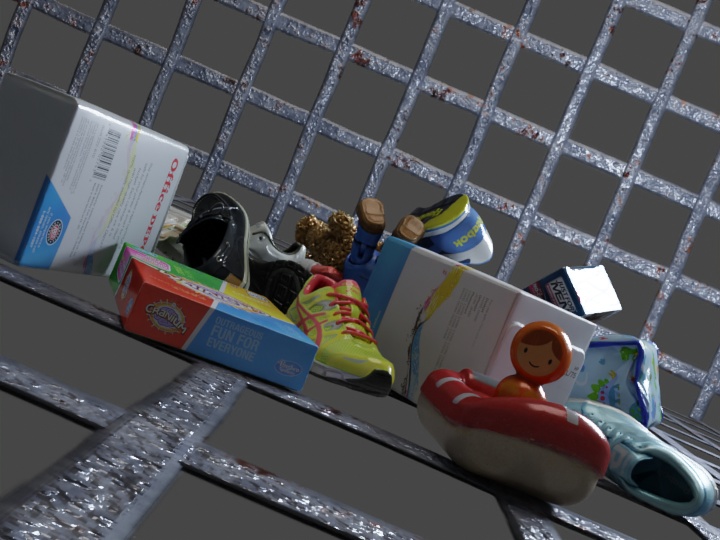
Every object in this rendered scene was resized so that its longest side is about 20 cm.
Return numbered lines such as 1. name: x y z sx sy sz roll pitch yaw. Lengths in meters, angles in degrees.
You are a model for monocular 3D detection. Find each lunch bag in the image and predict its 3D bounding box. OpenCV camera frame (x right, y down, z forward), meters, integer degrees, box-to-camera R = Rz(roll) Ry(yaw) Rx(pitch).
1. lunch bag: 0.251 0.144 1.174 0.198 0.129 0.170 -4 -8 22

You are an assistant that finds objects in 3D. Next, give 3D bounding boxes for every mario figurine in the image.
1. mario figurine: 0.000 0.000 1.167 0.106 0.201 0.124 -20 59 -45

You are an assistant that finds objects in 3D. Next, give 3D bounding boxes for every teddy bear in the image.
1. teddy bear: -0.037 -0.009 1.343 0.066 0.146 0.200 17 21 -46

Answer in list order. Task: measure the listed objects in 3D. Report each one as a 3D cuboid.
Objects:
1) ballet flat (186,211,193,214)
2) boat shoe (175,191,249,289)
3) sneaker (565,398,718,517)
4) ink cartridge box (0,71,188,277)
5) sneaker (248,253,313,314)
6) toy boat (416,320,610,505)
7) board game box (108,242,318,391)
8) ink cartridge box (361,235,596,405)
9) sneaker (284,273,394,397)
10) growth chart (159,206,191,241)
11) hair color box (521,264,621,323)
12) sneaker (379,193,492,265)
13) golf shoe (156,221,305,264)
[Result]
1. ballet flat: -0.196 -0.043 1.349 0.072 0.074 0.200 23 -5 8
2. boat shoe: -0.165 -0.037 1.094 0.062 0.074 0.201 49 14 -34
3. sneaker: 0.273 0.188 1.019 0.199 0.075 0.082 24 -1 27
4. ink cartridge box: -0.255 -0.077 0.895 0.084 0.146 0.200 22 2 19
5. sneaker: -0.099 0.022 1.150 0.199 0.076 0.091 27 -2 27
6. toy boat: 0.134 0.105 0.811 0.129 0.132 0.200 22 3 -13
7. board game box: -0.134 0.036 0.848 0.152 0.041 0.200 22 3 -21
8. ink cartridge box: 0.110 0.075 1.033 0.146 0.147 0.199 21 2 -42
9. sneaker: -0.021 0.054 0.933 0.078 0.091 0.200 23 4 -32
10. growth chart: -0.280 -0.061 1.160 0.144 0.018 0.199 27 23 31
11. hair color box: 0.191 0.064 1.145 0.100 0.199 0.061 -4 67 -51
12. sneaker: 0.089 -0.032 1.195 0.082 0.074 0.200 46 -18 -14
13. golf shoe: -0.160 -0.025 1.252 0.199 0.098 0.078 20 6 -31
